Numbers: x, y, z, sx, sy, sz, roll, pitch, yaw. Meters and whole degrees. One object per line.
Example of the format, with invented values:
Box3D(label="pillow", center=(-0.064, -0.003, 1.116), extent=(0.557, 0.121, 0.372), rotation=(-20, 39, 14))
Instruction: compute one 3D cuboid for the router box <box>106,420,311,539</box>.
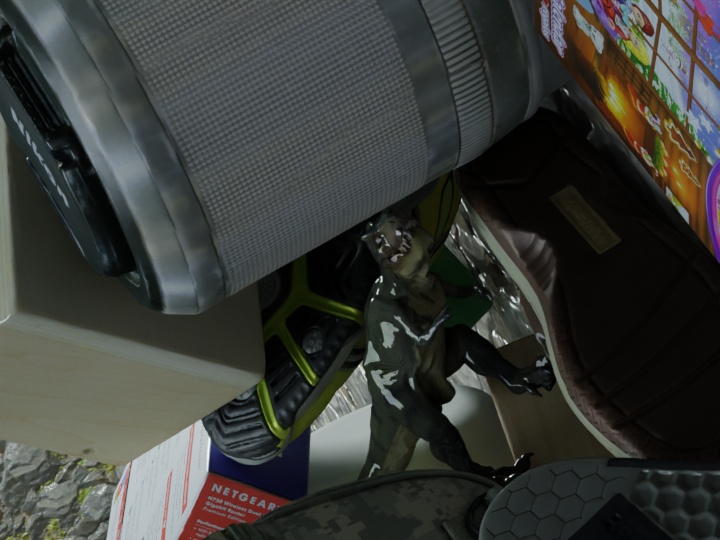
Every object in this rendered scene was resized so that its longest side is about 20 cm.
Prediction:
Box3D(label="router box", center=(-0.077, 0.111, 1.174), extent=(0.200, 0.049, 0.180), rotation=(-89, 21, -57))

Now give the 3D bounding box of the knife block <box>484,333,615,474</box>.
Box3D(label="knife block", center=(0.120, 0.139, 1.022), extent=(0.176, 0.064, 0.201), rotation=(-103, -9, -64))

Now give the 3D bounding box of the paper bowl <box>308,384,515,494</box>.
Box3D(label="paper bowl", center=(0.020, 0.130, 1.216), extent=(0.105, 0.200, 0.201), rotation=(65, 168, -12))

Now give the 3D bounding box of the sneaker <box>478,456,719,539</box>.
Box3D(label="sneaker", center=(0.156, 0.128, 0.829), extent=(0.201, 0.077, 0.146), rotation=(3, 142, 35))

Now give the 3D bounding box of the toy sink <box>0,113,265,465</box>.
Box3D(label="toy sink", center=(-0.133, -0.034, 1.050), extent=(0.112, 0.130, 0.201), rotation=(-31, 55, 39))

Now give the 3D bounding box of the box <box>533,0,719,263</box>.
Box3D(label="box", center=(0.102, -0.091, 0.726), extent=(0.137, 0.039, 0.200), rotation=(55, 167, 27))

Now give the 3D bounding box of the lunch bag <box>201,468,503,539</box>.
Box3D(label="lunch bag", center=(-0.003, 0.179, 1.017), extent=(0.140, 0.167, 0.200), rotation=(52, 160, 27))

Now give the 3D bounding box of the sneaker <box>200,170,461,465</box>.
Box3D(label="sneaker", center=(0.000, 0.000, 1.069), extent=(0.075, 0.201, 0.076), rotation=(23, 168, 36))

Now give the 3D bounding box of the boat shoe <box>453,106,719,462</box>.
Box3D(label="boat shoe", center=(0.103, 0.021, 0.932), extent=(0.075, 0.074, 0.203), rotation=(65, 180, -46))

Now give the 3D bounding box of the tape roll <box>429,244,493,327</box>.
Box3D(label="tape roll", center=(-0.020, -0.037, 1.219), extent=(0.200, 0.048, 0.200), rotation=(45, 179, 1))

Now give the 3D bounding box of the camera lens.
Box3D(label="camera lens", center=(-0.035, -0.090, 0.922), extent=(0.160, 0.199, 0.160), rotation=(57, 169, 18))

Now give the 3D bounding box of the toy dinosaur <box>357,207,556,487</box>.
Box3D(label="toy dinosaur", center=(0.034, 0.052, 1.012), extent=(0.088, 0.048, 0.201), rotation=(19, 132, 12))
